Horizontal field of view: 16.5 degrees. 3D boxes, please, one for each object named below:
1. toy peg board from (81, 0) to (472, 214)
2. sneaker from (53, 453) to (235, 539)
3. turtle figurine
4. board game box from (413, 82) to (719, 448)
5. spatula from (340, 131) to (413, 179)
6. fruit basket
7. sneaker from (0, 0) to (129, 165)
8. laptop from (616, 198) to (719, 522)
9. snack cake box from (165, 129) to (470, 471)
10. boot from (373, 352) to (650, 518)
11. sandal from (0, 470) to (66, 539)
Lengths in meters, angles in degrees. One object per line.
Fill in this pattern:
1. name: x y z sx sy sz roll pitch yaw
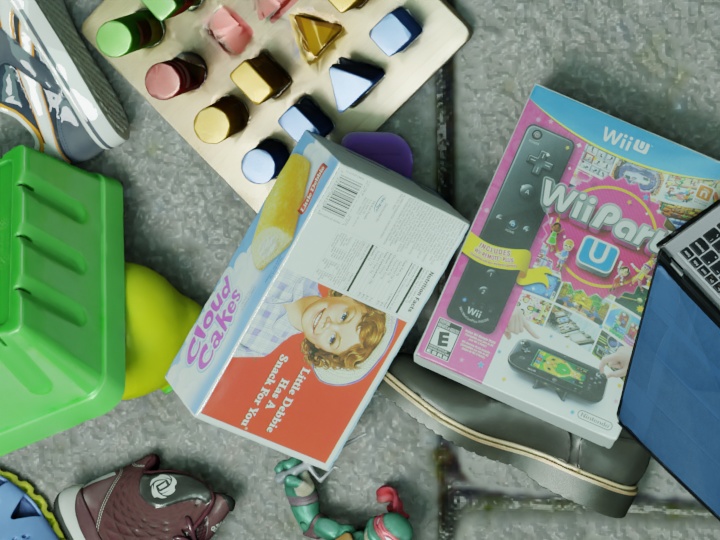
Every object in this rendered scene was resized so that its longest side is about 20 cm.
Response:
1. toy peg board: -0.067 -0.159 1.681 0.199 0.098 0.200 46 106 0
2. sneaker: -0.126 0.213 1.750 0.115 0.076 0.200 -31 69 -4
3. turtle figurine: -0.026 0.217 1.734 0.101 0.150 0.200 23 122 -32
4. board game box: 0.141 -0.003 1.654 0.147 0.064 0.200 23 82 6
5. spatula: 0.000 0.000 1.727 0.056 0.021 0.200 -2 115 -27
6. fruit basket: -0.205 0.035 1.722 0.155 0.216 0.216 -22 96 21
7. sneaker: -0.241 -0.163 1.725 0.079 0.078 0.200 -26 93 14
8. laptop: 0.278 0.051 1.599 0.200 0.116 0.187 -37 128 14
9. snack cake box: -0.029 0.021 1.670 0.115 0.067 0.200 24 101 -31
10. boot: 0.121 0.066 1.706 0.200 0.077 0.138 25 99 -6
11. sandal: -0.248 0.213 1.794 0.200 0.087 0.080 37 107 5
